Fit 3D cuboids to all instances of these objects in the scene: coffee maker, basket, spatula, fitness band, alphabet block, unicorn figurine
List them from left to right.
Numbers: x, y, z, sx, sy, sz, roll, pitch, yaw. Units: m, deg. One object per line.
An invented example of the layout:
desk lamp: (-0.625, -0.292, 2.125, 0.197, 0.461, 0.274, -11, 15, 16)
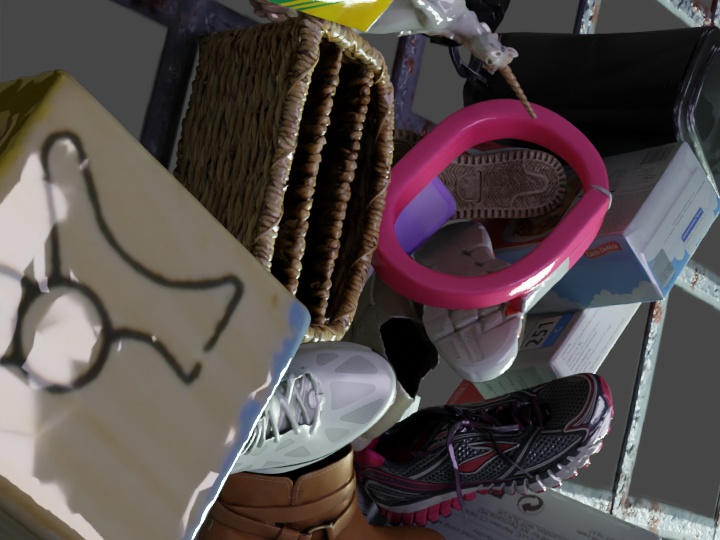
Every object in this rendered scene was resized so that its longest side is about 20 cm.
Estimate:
alphabet block: (-0.182, 0.038, 0.895, 0.200, 0.196, 0.196, 46, 58, -30)
basket: (-0.033, -0.052, 1.118, 0.142, 0.149, 0.202, 16, 82, -33)
spatula: (0.000, 0.000, 1.225, 0.057, 0.020, 0.200, 51, 57, -20)
unicorn figurine: (0.030, -0.181, 1.177, 0.137, 0.198, 0.074, 52, 52, -74)
fitness band: (0.092, -0.047, 1.213, 0.200, 0.143, 0.038, -44, 155, -31)
coffee maker: (0.194, -0.132, 1.381, 0.192, 0.199, 0.136, 26, 71, -52)

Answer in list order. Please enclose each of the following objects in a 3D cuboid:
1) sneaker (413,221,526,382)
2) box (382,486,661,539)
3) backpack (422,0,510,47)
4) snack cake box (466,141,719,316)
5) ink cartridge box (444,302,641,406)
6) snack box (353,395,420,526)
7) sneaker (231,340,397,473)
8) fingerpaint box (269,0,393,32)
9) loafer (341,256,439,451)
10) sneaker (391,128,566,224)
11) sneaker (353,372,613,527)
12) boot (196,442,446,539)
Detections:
sneaker: (0.090, 0.037, 1.255, 0.200, 0.076, 0.082, -95, 167, -62)
box: (0.103, 0.283, 1.313, 0.200, 0.198, 0.172, -49, 150, -36)
backpack: (0.071, -0.287, 1.260, 0.167, 0.126, 0.202, 33, 67, -47)
snack cake box: (0.169, -0.027, 1.338, 0.067, 0.199, 0.115, 54, 53, -22)
ink cartridge box: (0.150, 0.038, 1.399, 0.045, 0.176, 0.200, 52, 53, -17)
snack box: (-0.033, 0.121, 1.265, 0.200, 0.037, 0.117, 31, 70, -51)
sneaker: (-0.058, 0.094, 1.017, 0.199, 0.115, 0.076, -15, 93, -17)
fingerpaint box: (-0.072, -0.250, 1.026, 0.073, 0.201, 0.166, -45, 152, 25)
loafer: (0.024, 0.052, 1.257, 0.076, 0.068, 0.201, 53, 30, -28)
sneaker: (0.048, -0.075, 1.327, 0.198, 0.112, 0.072, 4, 96, -23)
sneaker: (0.091, 0.125, 1.249, 0.075, 0.199, 0.081, 58, 14, -36)
boot: (-0.018, 0.172, 1.192, 0.198, 0.077, 0.156, -3, 126, -16)
